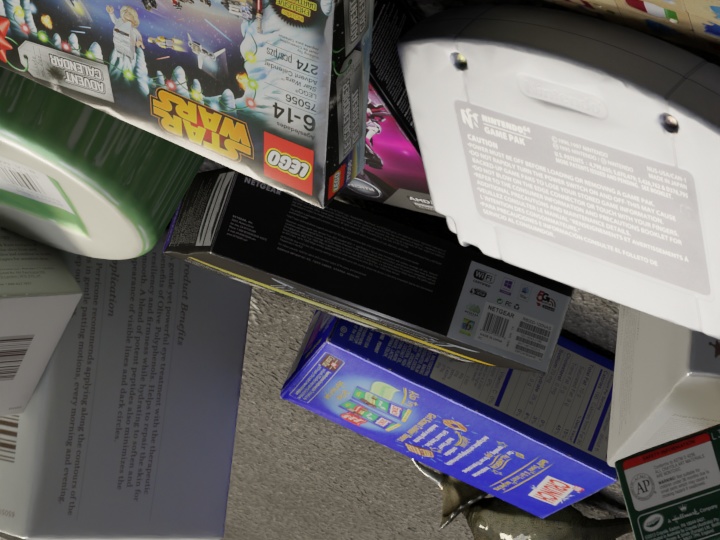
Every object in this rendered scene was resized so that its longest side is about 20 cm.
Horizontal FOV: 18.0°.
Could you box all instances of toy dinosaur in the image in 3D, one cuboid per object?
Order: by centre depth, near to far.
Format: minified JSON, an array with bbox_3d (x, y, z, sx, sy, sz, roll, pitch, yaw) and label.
[{"bbox_3d":[0.133,0.198,1.719,0.199,0.077,0.102,16,168,32],"label":"toy dinosaur"}]

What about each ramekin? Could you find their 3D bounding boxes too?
[{"bbox_3d":[-0.176,-0.088,1.255,0.199,0.098,0.200,22,162,7],"label":"ramekin"}]

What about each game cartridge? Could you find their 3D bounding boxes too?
[{"bbox_3d":[0.105,-0.048,1.010,0.199,0.041,0.134,21,142,39],"label":"game cartridge"}]

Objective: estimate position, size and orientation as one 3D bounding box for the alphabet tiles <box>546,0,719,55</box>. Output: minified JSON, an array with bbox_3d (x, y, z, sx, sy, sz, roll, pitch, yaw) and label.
[{"bbox_3d":[0.098,-0.118,0.903,0.199,0.006,0.166,20,177,14],"label":"alphabet tiles"}]

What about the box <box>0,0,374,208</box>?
[{"bbox_3d":[-0.087,-0.124,1.008,0.199,0.040,0.138,24,136,22],"label":"box"}]

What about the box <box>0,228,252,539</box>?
[{"bbox_3d":[-0.198,0.064,1.487,0.171,0.201,0.199,6,180,-45],"label":"box"}]

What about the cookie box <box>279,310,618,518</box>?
[{"bbox_3d":[0.064,0.076,1.455,0.199,0.076,0.171,26,162,-5],"label":"cookie box"}]

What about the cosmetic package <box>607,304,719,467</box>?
[{"bbox_3d":[0.177,0.034,1.134,0.073,0.102,0.200,7,164,-4],"label":"cosmetic package"}]

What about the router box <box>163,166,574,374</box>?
[{"bbox_3d":[0.000,0.000,1.274,0.199,0.053,0.157,20,175,-14],"label":"router box"}]

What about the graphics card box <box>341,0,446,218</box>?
[{"bbox_3d":[-0.023,-0.100,1.107,0.125,0.051,0.200,14,161,29],"label":"graphics card box"}]

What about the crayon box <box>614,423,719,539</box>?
[{"bbox_3d":[0.246,0.085,1.055,0.199,0.059,0.172,-23,164,30],"label":"crayon box"}]

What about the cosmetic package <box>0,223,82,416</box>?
[{"bbox_3d":[-0.257,-0.017,1.369,0.084,0.108,0.200,-3,-136,-41],"label":"cosmetic package"}]
